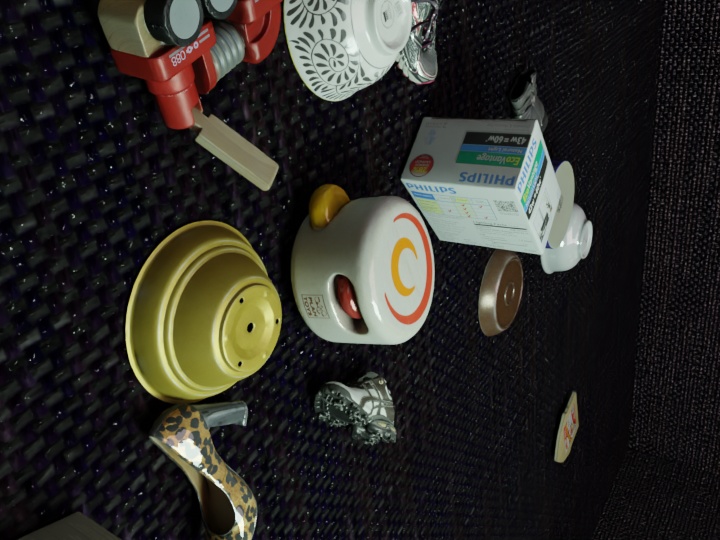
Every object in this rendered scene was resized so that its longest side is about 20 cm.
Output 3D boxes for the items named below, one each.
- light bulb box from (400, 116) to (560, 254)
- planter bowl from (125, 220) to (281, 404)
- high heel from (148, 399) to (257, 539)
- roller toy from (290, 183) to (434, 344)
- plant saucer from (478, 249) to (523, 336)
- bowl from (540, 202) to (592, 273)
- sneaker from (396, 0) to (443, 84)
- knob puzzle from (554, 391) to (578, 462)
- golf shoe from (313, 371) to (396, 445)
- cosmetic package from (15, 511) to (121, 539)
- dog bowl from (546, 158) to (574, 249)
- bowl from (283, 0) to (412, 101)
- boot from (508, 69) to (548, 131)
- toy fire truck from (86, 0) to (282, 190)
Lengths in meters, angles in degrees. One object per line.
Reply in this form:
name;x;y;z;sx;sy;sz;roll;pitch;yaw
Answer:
light bulb box;0.199;-0.136;1.070;0.200;0.195;0.127;47;59;-52
planter bowl;-0.142;0.053;0.706;0.199;0.082;0.205;-22;116;-53
high heel;-0.177;0.244;0.713;0.142;0.070;0.205;10;77;-61
roller toy;0.000;0.000;0.858;0.199;0.138;0.186;29;65;-54
plant saucer;0.313;0.047;1.452;0.199;0.034;0.205;-21;116;-52
bowl;0.539;-0.085;1.707;0.200;0.089;0.205;-23;118;-51
sneaker;0.085;-0.365;0.940;0.081;0.074;0.203;-45;134;-41
knob puzzle;0.639;0.512;2.090;0.218;0.030;0.224;-24;120;-53
golf shoe;-0.007;0.188;0.980;0.200;0.076;0.096;50;41;-52
cosmetic package;-0.296;0.297;0.541;0.199;0.089;0.109;-16;116;-57
dog bowl;0.420;-0.153;1.514;0.199;0.078;0.204;-22;117;-52
bowl;0.003;-0.311;0.814;0.200;0.093;0.205;-25;120;-52
boot;0.327;-0.301;1.351;0.132;0.069;0.203;56;43;-44
toy fire truck;-0.131;-0.197;0.632;0.177;0.127;0.202;-53;150;-35
